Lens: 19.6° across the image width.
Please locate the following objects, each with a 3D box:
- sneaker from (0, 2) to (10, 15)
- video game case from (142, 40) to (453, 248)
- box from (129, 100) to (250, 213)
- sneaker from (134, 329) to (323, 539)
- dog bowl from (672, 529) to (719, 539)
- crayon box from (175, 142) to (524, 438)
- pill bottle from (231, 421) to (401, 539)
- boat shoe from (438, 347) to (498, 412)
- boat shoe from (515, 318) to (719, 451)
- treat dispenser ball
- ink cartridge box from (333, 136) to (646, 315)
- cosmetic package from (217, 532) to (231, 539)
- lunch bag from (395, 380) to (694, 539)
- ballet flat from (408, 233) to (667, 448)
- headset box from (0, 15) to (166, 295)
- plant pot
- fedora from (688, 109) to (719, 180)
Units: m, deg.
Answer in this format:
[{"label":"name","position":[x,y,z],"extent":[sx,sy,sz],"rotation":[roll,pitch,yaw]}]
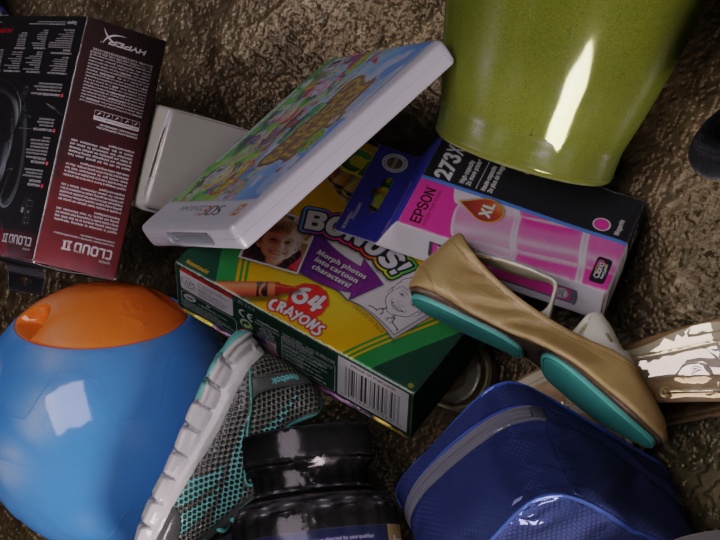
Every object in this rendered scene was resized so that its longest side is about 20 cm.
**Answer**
[{"label":"sneaker","position":[-0.293,-0.182,1.755],"extent":[0.088,0.075,0.201],"rotation":[-22,76,13]},{"label":"video game case","position":[-0.047,-0.087,1.450],"extent":[0.200,0.022,0.182],"rotation":[-43,18,-18]},{"label":"box","position":[-0.172,-0.094,1.608],"extent":[0.200,0.095,0.078],"rotation":[21,95,50]},{"label":"sneaker","position":[-0.091,0.146,1.429],"extent":[0.091,0.078,0.201],"rotation":[25,99,1]},{"label":"dog bowl","position":[0.225,0.248,1.296],"extent":[0.200,0.200,0.059],"rotation":[-42,23,16]},{"label":"crayon box","position":[0.000,0.000,1.470],"extent":[0.199,0.058,0.173],"rotation":[28,55,19]},{"label":"pill bottle","position":[-0.025,0.204,1.349],"extent":[0.111,0.112,0.201],"rotation":[-12,79,28]},{"label":"boat shoe","position":[0.003,0.045,1.522],"extent":[0.199,0.076,0.072],"rotation":[16,88,32]},{"label":"boat shoe","position":[0.178,0.092,1.412],"extent":[0.199,0.074,0.070],"rotation":[-21,64,25]},{"label":"treat dispenser ball","position":[-0.186,0.108,1.547],"extent":[0.200,0.201,0.202],"rotation":[-7,77,29]},{"label":"ink cartridge box","position":[0.090,-0.037,1.449],"extent":[0.199,0.037,0.095],"rotation":[17,49,13]},{"label":"cosmetic package","position":[-0.106,0.246,1.483],"extent":[0.074,0.102,0.200],"rotation":[49,139,-6]},{"label":"lunch bag","position":[0.130,0.171,1.357],"extent":[0.136,0.200,0.133],"rotation":[-44,34,20]},{"label":"ballet flat","position":[0.126,0.040,1.368],"extent":[0.199,0.069,0.063],"rotation":[32,77,12]},{"label":"headset box","position":[-0.231,-0.083,1.543],"extent":[0.148,0.077,0.201],"rotation":[8,86,52]},{"label":"plant pot","position":[0.137,-0.167,1.435],"extent":[0.200,0.200,0.194],"rotation":[24,104,32]},{"label":"fedora","position":[0.315,-0.069,1.342],"extent":[0.200,0.201,0.092],"rotation":[-6,113,29]}]
